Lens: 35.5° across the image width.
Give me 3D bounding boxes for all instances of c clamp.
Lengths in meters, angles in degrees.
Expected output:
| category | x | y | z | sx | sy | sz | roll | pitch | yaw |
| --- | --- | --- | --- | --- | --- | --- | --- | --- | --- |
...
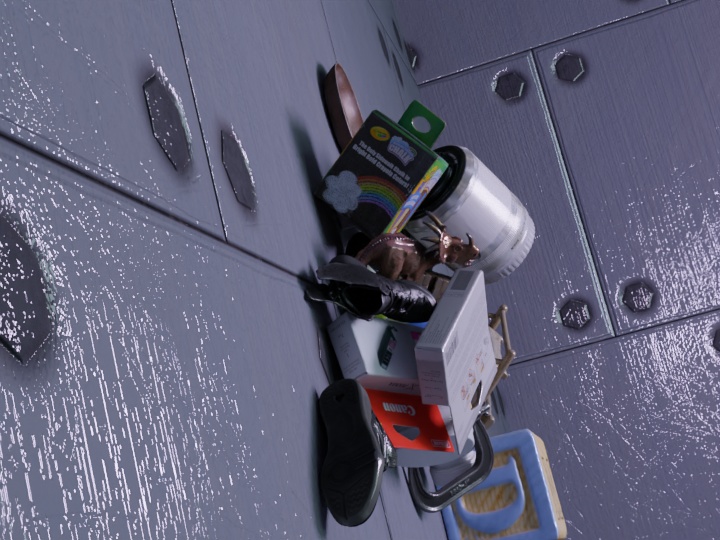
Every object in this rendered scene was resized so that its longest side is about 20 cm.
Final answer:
| category | x | y | z | sx | sy | sz | roll | pitch | yaw |
| --- | --- | --- | --- | --- | --- | --- | --- | --- | --- |
| c clamp | 0.140 | 0.275 | 1.764 | 0.027 | 0.200 | 0.171 | 1 | -61 | 53 |

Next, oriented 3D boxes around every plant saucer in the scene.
| category | x | y | z | sx | sy | sz | roll | pitch | yaw |
| --- | --- | --- | --- | --- | --- | --- | --- | --- | --- |
| plant saucer | -0.026 | -0.271 | 2.014 | 0.200 | 0.034 | 0.201 | -16 | 90 | -79 |

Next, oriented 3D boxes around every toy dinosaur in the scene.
| category | x | y | z | sx | sy | sz | roll | pitch | yaw |
| --- | --- | --- | --- | --- | --- | --- | --- | --- | --- |
| toy dinosaur | 0.058 | -0.025 | 1.576 | 0.200 | 0.136 | 0.086 | -5 | 62 | -41 |

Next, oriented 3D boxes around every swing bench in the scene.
| category | x | y | z | sx | sy | sz | roll | pitch | yaw |
| --- | --- | --- | --- | --- | --- | --- | --- | --- | --- |
| swing bench | 0.188 | 0.180 | 2.013 | 0.199 | 0.129 | 0.201 | -81 | -179 | -67 |

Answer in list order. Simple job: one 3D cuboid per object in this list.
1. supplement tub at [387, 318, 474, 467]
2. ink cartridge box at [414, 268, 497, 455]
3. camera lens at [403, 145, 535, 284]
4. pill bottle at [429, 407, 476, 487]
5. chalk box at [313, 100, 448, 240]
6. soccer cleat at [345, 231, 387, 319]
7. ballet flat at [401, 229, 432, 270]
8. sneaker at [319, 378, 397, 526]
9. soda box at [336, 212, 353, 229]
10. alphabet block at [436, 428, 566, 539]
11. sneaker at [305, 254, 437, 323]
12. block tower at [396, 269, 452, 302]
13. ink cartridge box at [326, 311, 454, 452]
| category | x | y | z | sx | sy | sz | roll | pitch | yaw |
| --- | --- | --- | --- | --- | --- | --- | --- | --- | --- |
| supplement tub | 0.087 | 0.175 | 1.662 | 0.132 | 0.132 | 0.201 | 56 | 20 | -60 |
| ink cartridge box | 0.134 | 0.123 | 1.553 | 0.200 | 0.045 | 0.177 | -56 | 142 | -51 |
| camera lens | 0.164 | -0.090 | 1.805 | 0.200 | 0.160 | 0.160 | 40 | 28 | -31 |
| pill bottle | 0.131 | 0.244 | 1.838 | 0.113 | 0.112 | 0.201 | -54 | 128 | -77 |
| chalk box | 0.046 | -0.153 | 1.668 | 0.125 | 0.200 | 0.124 | 38 | 6 | 9 |
| soccer cleat | 0.000 | 0.000 | 1.663 | 0.081 | 0.067 | 0.200 | 46 | 24 | -35 |
| ballet flat | 0.085 | -0.081 | 1.895 | 0.075 | 0.068 | 0.201 | -16 | -107 | 61 |
| sneaker | 0.004 | 0.226 | 1.287 | 0.114 | 0.076 | 0.200 | 59 | 12 | -34 |
| soda box | 0.007 | -0.114 | 1.844 | 0.200 | 0.068 | 0.064 | -46 | 121 | -78 |
| alphabet block | 0.249 | 0.404 | 2.010 | 0.200 | 0.195 | 0.197 | 39 | 38 | -71 |
| sneaker | 0.020 | 0.037 | 1.475 | 0.199 | 0.060 | 0.104 | 25 | 18 | -18 |
| block tower | 0.103 | 0.028 | 1.810 | 0.058 | 0.199 | 0.054 | -109 | -144 | -78 |
| ink cartridge box | 0.055 | 0.151 | 1.503 | 0.200 | 0.044 | 0.174 | 15 | 47 | -49 |
